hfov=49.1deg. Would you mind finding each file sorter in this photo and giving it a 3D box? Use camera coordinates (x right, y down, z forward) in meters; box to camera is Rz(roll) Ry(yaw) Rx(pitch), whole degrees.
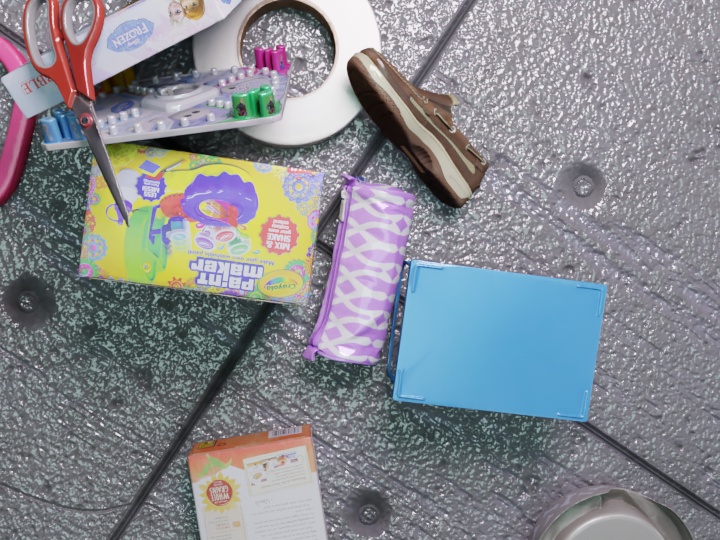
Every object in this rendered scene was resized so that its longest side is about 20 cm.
[{"bbox_3d":[0.133,0.067,0.834,0.199,0.123,0.140,7,93,-6],"label":"file sorter"}]

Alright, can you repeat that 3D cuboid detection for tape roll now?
[{"bbox_3d":[-0.077,-0.233,0.837,0.202,0.037,0.204,0,95,-5],"label":"tape roll"}]

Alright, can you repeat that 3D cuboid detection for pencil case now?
[{"bbox_3d":[0.000,0.000,0.835,0.085,0.084,0.201,9,92,-39],"label":"pencil case"}]

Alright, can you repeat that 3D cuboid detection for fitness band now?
[{"bbox_3d":[-0.415,-0.152,0.812,0.143,0.037,0.201,15,94,-6],"label":"fitness band"}]

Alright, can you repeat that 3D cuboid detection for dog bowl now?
[{"bbox_3d":[0.280,0.340,0.899,0.199,0.059,0.201,0,95,-5],"label":"dog bowl"}]

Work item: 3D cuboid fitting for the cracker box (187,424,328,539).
[{"bbox_3d":[-0.105,0.281,0.861,0.133,0.058,0.201,-8,94,-4],"label":"cracker box"}]

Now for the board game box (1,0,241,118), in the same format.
[{"bbox_3d":[-0.197,-0.226,0.720,0.199,0.200,0.041,-22,116,14],"label":"board game box"}]

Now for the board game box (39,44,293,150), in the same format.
[{"bbox_3d":[-0.166,-0.164,0.719,0.199,0.200,0.026,-7,117,2],"label":"board game box"}]

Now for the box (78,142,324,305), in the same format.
[{"bbox_3d":[-0.143,-0.046,0.766,0.199,0.193,0.123,8,94,-6],"label":"box"}]

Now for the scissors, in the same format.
[{"bbox_3d":[-0.225,-0.128,0.626,0.073,0.014,0.201,-9,89,13],"label":"scissors"}]

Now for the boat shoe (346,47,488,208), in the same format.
[{"bbox_3d":[0.066,-0.160,0.826,0.075,0.075,0.202,-46,121,-8],"label":"boat shoe"}]
